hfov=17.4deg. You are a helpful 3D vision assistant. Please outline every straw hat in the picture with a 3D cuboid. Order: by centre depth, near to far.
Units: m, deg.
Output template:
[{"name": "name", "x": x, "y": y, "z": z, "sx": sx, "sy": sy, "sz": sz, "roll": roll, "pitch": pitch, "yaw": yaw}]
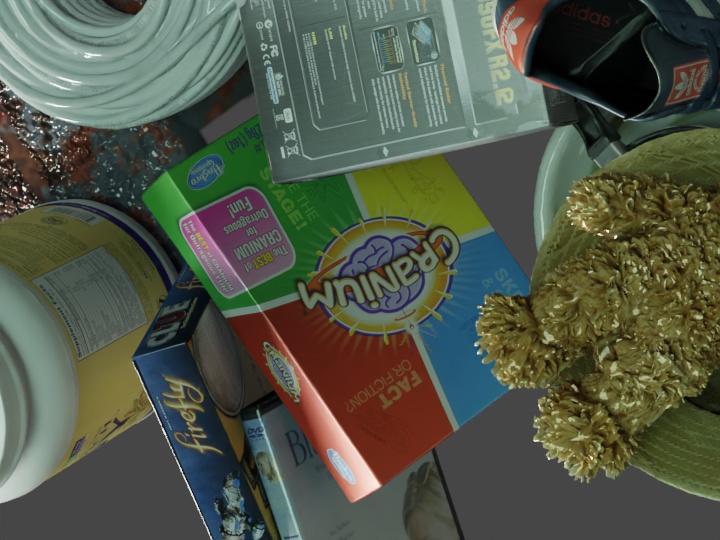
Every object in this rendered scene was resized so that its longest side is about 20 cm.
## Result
[{"name": "straw hat", "x": 0.180, "y": 0.038, "z": 1.144, "sx": 0.200, "sy": 0.085, "sz": 0.202, "roll": -3, "pitch": 64, "yaw": 6}]

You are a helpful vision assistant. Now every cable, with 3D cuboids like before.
[{"name": "cable", "x": -0.141, "y": -0.182, "z": 1.328, "sx": 0.200, "sy": 0.069, "sz": 0.200, "roll": 43, "pitch": 118, "yaw": 9}]

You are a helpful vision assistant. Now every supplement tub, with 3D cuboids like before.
[{"name": "supplement tub", "x": -0.201, "y": 0.049, "z": 1.347, "sx": 0.145, "sy": 0.200, "sz": 0.146, "roll": 7, "pitch": 108, "yaw": 23}]

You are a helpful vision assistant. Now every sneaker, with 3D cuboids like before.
[{"name": "sneaker", "x": 0.160, "y": -0.098, "z": 1.099, "sx": 0.199, "sy": 0.085, "sz": 0.075, "roll": 6, "pitch": 117, "yaw": 0}]

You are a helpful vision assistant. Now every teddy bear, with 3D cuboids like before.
[{"name": "teddy bear", "x": 0.149, "y": 0.010, "z": 1.076, "sx": 0.199, "sy": 0.067, "sz": 0.145, "roll": -17, "pitch": 66, "yaw": -2}]

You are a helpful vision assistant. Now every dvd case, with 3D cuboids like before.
[{"name": "dvd case", "x": 0.009, "y": 0.146, "z": 1.310, "sx": 0.017, "sy": 0.143, "sz": 0.201, "roll": -13, "pitch": 99, "yaw": 37}]

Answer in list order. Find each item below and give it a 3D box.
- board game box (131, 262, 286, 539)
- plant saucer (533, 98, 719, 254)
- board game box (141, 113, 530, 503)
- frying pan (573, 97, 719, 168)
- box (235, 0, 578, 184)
[{"name": "board game box", "x": -0.059, "y": 0.102, "z": 1.305, "sx": 0.034, "sy": 0.136, "sz": 0.201, "roll": -16, "pitch": 110, "yaw": 16}, {"name": "plant saucer", "x": 0.191, "y": -0.026, "z": 1.228, "sx": 0.199, "sy": 0.050, "sz": 0.201, "roll": 7, "pitch": 107, "yaw": 24}, {"name": "board game box", "x": 0.000, "y": 0.000, "z": 1.269, "sx": 0.200, "sy": 0.153, "sz": 0.040, "roll": 55, "pitch": 150, "yaw": 1}, {"name": "frying pan", "x": 0.154, "y": -0.051, "z": 1.196, "sx": 0.115, "sy": 0.031, "sz": 0.191, "roll": -20, "pitch": 99, "yaw": 28}, {"name": "box", "x": 0.013, "y": -0.156, "z": 1.194, "sx": 0.158, "sy": 0.048, "sz": 0.201, "roll": -11, "pitch": 92, "yaw": 23}]
